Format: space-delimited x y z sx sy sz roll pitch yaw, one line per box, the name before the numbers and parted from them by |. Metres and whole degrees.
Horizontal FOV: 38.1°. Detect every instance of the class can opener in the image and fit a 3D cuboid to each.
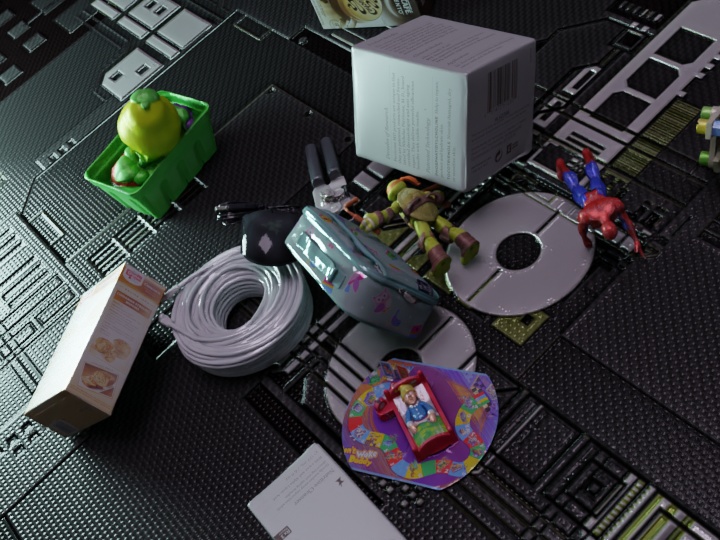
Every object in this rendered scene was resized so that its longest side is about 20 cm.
can opener | -0.046 -0.127 1.533 0.052 0.067 0.201 -22 39 4

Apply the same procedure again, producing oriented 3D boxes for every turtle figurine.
turtle figurine | 0.088 -0.074 1.391 0.198 0.065 0.162 -16 55 -42

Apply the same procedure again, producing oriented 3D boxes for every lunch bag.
lunch bag | 0.000 0.000 1.324 0.078 0.160 0.200 -55 44 8

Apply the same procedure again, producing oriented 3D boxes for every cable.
cable | -0.161 0.055 1.425 0.199 0.070 0.200 -39 48 -11

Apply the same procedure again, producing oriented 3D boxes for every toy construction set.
toy construction set | 0.480 -0.199 1.292 0.092 0.132 0.200 27 67 37

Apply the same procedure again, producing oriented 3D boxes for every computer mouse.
computer mouse | -0.129 -0.065 1.443 0.136 0.054 0.200 0 22 -11

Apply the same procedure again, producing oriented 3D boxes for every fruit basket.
fruit basket | -0.333 -0.209 1.631 0.154 0.217 0.217 19 62 35

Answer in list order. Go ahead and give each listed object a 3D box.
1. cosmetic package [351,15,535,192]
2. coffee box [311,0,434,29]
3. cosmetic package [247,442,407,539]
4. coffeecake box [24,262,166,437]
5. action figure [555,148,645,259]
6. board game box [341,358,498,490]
cosmetic package | 0.115 -0.236 1.436 0.198 0.168 0.167 23 40 37
coffee box | 0.016 -0.476 1.748 0.197 0.114 0.081 4 54 28
cosmetic package | -0.022 0.301 1.149 0.113 0.082 0.199 -41 47 -14
coffeecake box | -0.361 0.110 1.424 0.153 0.073 0.202 -28 36 49
action figure | 0.303 -0.072 1.326 0.064 0.100 0.201 -22 25 10
board game box | 0.063 0.171 1.244 0.197 0.039 0.159 7 56 30
